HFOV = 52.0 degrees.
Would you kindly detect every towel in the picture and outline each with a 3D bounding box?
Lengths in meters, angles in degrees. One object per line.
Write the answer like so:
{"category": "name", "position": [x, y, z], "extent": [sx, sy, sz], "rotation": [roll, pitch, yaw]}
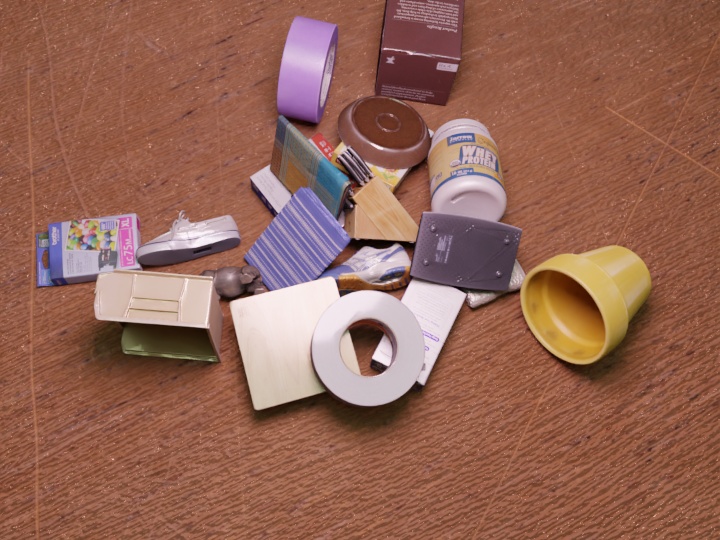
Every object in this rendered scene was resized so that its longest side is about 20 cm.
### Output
{"category": "towel", "position": [-0.098, -0.180, 1.394], "extent": [0.022, 0.147, 0.200], "rotation": [-29, 66, -33]}
{"category": "towel", "position": [0.232, -0.031, 1.480], "extent": [0.132, 0.035, 0.201], "rotation": [-22, 71, -10]}
{"category": "towel", "position": [-0.122, -0.043, 1.406], "extent": [0.200, 0.024, 0.145], "rotation": [-46, 76, 23]}

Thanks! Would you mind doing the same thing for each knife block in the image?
{"category": "knife block", "position": [0.026, -0.146, 1.432], "extent": [0.199, 0.064, 0.177], "rotation": [3, 92, -21]}

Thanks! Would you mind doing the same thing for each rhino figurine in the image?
{"category": "rhino figurine", "position": [-0.279, 0.027, 1.398], "extent": [0.199, 0.087, 0.060], "rotation": [-5, 107, -4]}

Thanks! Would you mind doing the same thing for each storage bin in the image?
{"category": "storage bin", "position": [-0.349, 0.083, 1.304], "extent": [0.198, 0.200, 0.094], "rotation": [5, 67, -2]}

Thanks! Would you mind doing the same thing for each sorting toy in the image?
{"category": "sorting toy", "position": [-0.120, 0.135, 1.360], "extent": [0.198, 0.070, 0.201], "rotation": [-14, 79, -9]}

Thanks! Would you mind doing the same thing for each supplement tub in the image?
{"category": "supplement tub", "position": [0.206, -0.188, 1.458], "extent": [0.144, 0.145, 0.201], "rotation": [2, 50, -3]}

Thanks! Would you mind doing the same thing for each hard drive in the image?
{"category": "hard drive", "position": [0.196, -0.038, 1.399], "extent": [0.199, 0.042, 0.136], "rotation": [9, 102, -12]}

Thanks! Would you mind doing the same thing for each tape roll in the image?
{"category": "tape roll", "position": [0.011, 0.140, 1.305], "extent": [0.199, 0.066, 0.201], "rotation": [2, 76, -7]}
{"category": "tape roll", "position": [-0.107, -0.409, 1.512], "extent": [0.085, 0.200, 0.201], "rotation": [13, 69, 1]}

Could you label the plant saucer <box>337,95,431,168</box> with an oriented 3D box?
{"category": "plant saucer", "position": [0.053, -0.292, 1.505], "extent": [0.199, 0.035, 0.201], "rotation": [7, 53, -10]}

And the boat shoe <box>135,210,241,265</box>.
{"category": "boat shoe", "position": [-0.339, -0.072, 1.432], "extent": [0.201, 0.075, 0.086], "rotation": [-15, 69, -14]}

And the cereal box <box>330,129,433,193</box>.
{"category": "cereal box", "position": [0.047, -0.253, 1.521], "extent": [0.144, 0.040, 0.200], "rotation": [31, 52, 7]}

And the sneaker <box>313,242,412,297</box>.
{"category": "sneaker", "position": [0.000, 0.000, 1.441], "extent": [0.199, 0.075, 0.088], "rotation": [-9, 53, -10]}

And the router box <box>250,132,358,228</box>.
{"category": "router box", "position": [-0.093, -0.152, 1.494], "extent": [0.179, 0.049, 0.200], "rotation": [-36, 76, -16]}

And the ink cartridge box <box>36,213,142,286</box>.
{"category": "ink cartridge box", "position": [-0.527, -0.039, 1.426], "extent": [0.199, 0.042, 0.120], "rotation": [-8, 69, -6]}

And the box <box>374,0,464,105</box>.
{"category": "box", "position": [0.125, -0.491, 1.578], "extent": [0.165, 0.164, 0.201], "rotation": [8, 69, -2]}

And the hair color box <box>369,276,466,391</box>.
{"category": "hair color box", "position": [0.109, 0.113, 1.400], "extent": [0.109, 0.065, 0.200], "rotation": [27, 68, 6]}

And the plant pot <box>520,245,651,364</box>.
{"category": "plant pot", "position": [0.438, 0.046, 1.390], "extent": [0.188, 0.201, 0.201], "rotation": [-28, 73, -29]}
